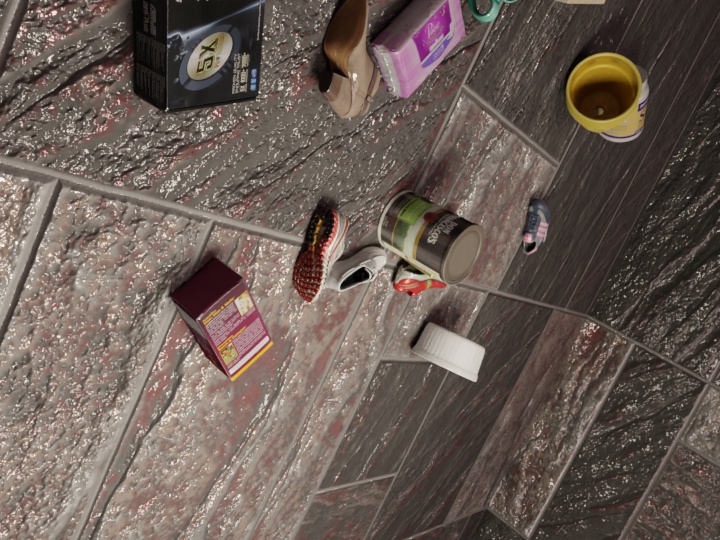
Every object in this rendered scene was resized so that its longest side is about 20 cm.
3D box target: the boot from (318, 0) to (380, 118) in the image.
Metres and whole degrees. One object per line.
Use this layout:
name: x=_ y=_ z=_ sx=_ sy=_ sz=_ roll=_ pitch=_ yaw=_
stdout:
boot: x=-0.006 y=-0.375 z=1.255 sx=0.146 sy=0.070 sz=0.202 roll=3 pitch=115 yaw=-61

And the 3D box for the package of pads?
package of pads: x=0.113 y=-0.444 z=1.340 sx=0.200 sy=0.075 sz=0.121 roll=-49 pitch=147 yaw=-15

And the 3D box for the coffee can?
coffee can: x=0.157 y=-0.076 z=1.579 sx=0.146 sy=0.199 sz=0.148 roll=-33 pitch=139 yaw=-34

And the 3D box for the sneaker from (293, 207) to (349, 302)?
sneaker: x=-0.072 y=-0.026 z=1.425 sx=0.082 sy=0.077 sz=0.202 roll=1 pitch=115 yaw=-55

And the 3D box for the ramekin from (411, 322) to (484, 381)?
ramekin: x=0.251 y=0.224 z=1.956 sx=0.200 sy=0.199 sz=0.099 roll=30 pitch=84 yaw=-57

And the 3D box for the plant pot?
plant pot: x=0.685 y=-0.485 z=1.986 sx=0.202 sy=0.199 sz=0.189 roll=-59 pitch=162 yaw=0

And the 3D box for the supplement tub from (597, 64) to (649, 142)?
supplement tub: x=0.807 y=-0.515 z=2.152 sx=0.145 sy=0.145 sz=0.201 roll=-43 pitch=145 yaw=-22

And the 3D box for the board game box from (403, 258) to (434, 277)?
board game box: x=0.202 y=-0.018 z=1.780 sx=0.199 sy=0.095 sz=0.030 roll=-1 pitch=120 yaw=-53

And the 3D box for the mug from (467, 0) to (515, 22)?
mug: x=0.260 y=-0.609 z=1.372 sx=0.186 sy=0.114 sz=0.152 roll=-49 pitch=147 yaw=-13

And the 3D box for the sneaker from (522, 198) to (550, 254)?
sneaker: x=0.540 y=-0.131 z=2.169 sx=0.082 sy=0.070 sz=0.201 roll=-45 pitch=143 yaw=-25

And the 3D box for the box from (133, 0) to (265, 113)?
box: x=-0.222 y=-0.337 z=0.967 sx=0.163 sy=0.086 sz=0.203 roll=-21 pitch=132 yaw=-43

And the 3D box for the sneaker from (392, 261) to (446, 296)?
sneaker: x=0.149 y=0.027 z=1.784 sx=0.198 sy=0.077 sz=0.086 roll=8 pitch=121 yaw=-48

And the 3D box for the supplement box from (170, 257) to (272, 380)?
supplement box: x=-0.248 y=0.092 z=1.274 sx=0.110 sy=0.085 sz=0.201 roll=-42 pitch=144 yaw=-23

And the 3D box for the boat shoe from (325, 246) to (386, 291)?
boat shoe: x=0.000 y=0.000 z=1.549 sx=0.199 sy=0.068 sz=0.073 roll=-14 pitch=127 yaw=-48

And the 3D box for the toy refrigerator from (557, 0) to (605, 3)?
toy refrigerator: x=0.530 y=-0.695 z=1.702 sx=0.199 sy=0.076 sz=0.071 roll=-20 pitch=131 yaw=-44
